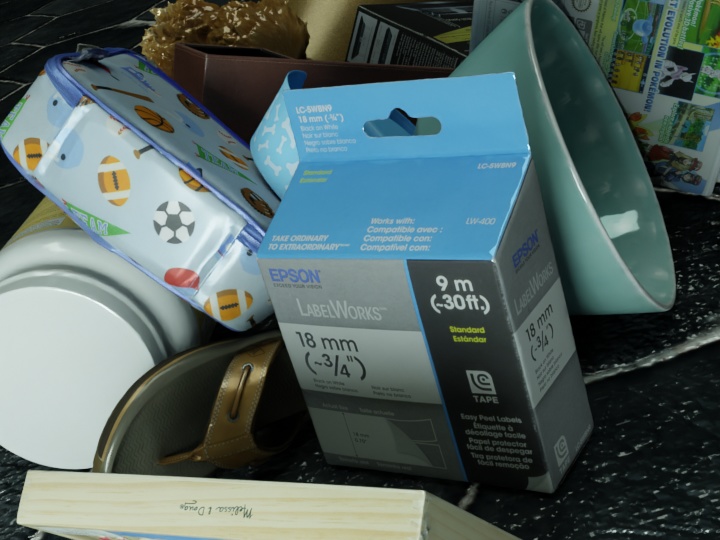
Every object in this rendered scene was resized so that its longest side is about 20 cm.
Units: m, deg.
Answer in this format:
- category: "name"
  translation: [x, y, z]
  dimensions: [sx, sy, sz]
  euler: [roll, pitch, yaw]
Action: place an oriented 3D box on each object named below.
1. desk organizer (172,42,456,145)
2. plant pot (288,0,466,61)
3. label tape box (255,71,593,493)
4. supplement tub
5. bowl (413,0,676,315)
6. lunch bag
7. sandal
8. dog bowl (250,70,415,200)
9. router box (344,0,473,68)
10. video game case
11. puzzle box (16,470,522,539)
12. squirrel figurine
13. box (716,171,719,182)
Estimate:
- category: "desk organizer"
  translation: [-0.032, -0.115, 0.906]
  dimensions: [0.200, 0.077, 0.072]
  euler: [-1, 17, -27]
- category: "plant pot"
  translation: [-0.010, -0.208, 1.122]
  dimensions: [0.186, 0.187, 0.200]
  euler: [0, 41, 33]
- category: "label tape box"
  translation: [0.025, 0.009, 0.646]
  dimensions: [0.144, 0.200, 0.063]
  euler: [1, 29, 35]
- category: "supplement tub"
  translation: [-0.165, 0.020, 0.817]
  dimensions: [0.145, 0.146, 0.200]
  euler: [-11, 24, 12]
- category: "bowl"
  translation: [0.102, -0.052, 0.765]
  dimensions: [0.105, 0.201, 0.201]
  euler: [-24, 20, 23]
- category: "lunch bag"
  translation: [-0.108, -0.056, 0.757]
  dimensions: [0.076, 0.200, 0.160]
  euler: [-50, -3, 18]
- category: "sandal"
  translation: [-0.056, 0.079, 0.716]
  dimensions: [0.200, 0.082, 0.055]
  euler: [-20, 29, -26]
- category: "dog bowl"
  translation: [0.000, -0.065, 0.800]
  dimensions: [0.050, 0.112, 0.200]
  euler: [-45, -14, 19]
- category: "router box"
  translation: [0.111, -0.169, 1.030]
  dimensions: [0.157, 0.052, 0.200]
  euler: [32, 30, 32]
- category: "video game case"
  translation: [0.161, -0.141, 0.828]
  dimensions: [0.182, 0.200, 0.022]
  euler: [15, 52, 11]
- category: "puzzle box"
  translation: [-0.032, 0.118, 0.555]
  dimensions: [0.200, 0.133, 0.025]
  euler: [-3, 68, 31]
- category: "squirrel figurine"
  translation: [-0.103, -0.123, 1.027]
  dimensions: [0.141, 0.200, 0.187]
  euler: [-11, 4, -27]
- category: "box"
  translation: [0.252, -0.167, 0.902]
  dimensions: [0.200, 0.184, 0.105]
  euler: [9, 33, 44]
